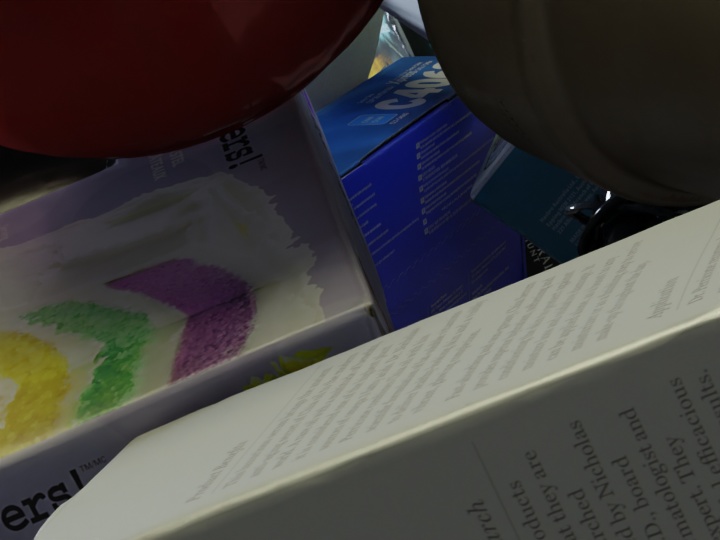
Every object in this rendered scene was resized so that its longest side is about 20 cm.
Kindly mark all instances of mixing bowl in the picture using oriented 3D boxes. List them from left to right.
[{"bbox_3d":[-0.062,-0.100,0.729,0.200,0.108,0.200,-13,37,10],"label":"mixing bowl"}]

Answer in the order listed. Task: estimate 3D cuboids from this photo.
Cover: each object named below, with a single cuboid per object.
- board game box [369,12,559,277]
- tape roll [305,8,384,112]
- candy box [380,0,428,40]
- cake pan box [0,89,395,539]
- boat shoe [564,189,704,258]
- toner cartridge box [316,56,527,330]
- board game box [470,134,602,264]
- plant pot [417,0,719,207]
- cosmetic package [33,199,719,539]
[{"bbox_3d":[0.018,-0.054,1.092,0.028,0.135,0.200,-26,8,-11],"label":"board game box"},{"bbox_3d":[-0.073,-0.065,0.888,0.203,0.203,0.037,-30,47,-35],"label":"tape roll"},{"bbox_3d":[0.086,-0.153,0.834,0.200,0.072,0.168,-56,7,-1],"label":"candy box"},{"bbox_3d":[-0.088,0.014,0.731,0.184,0.052,0.200,-20,31,1],"label":"cake pan box"},{"bbox_3d":[0.092,-0.011,0.799,0.199,0.066,0.074,-30,8,-39],"label":"boat shoe"},{"bbox_3d":[0.000,0.000,0.894,0.043,0.095,0.200,1,17,22],"label":"toner cartridge box"},{"bbox_3d":[0.113,-0.108,0.940,0.151,0.047,0.200,-52,7,31],"label":"board game box"},{"bbox_3d":[0.140,-0.084,0.671,0.200,0.200,0.174,-29,42,-28],"label":"plant pot"},{"bbox_3d":[0.037,0.045,0.564,0.200,0.071,0.101,-22,9,19],"label":"cosmetic package"}]
